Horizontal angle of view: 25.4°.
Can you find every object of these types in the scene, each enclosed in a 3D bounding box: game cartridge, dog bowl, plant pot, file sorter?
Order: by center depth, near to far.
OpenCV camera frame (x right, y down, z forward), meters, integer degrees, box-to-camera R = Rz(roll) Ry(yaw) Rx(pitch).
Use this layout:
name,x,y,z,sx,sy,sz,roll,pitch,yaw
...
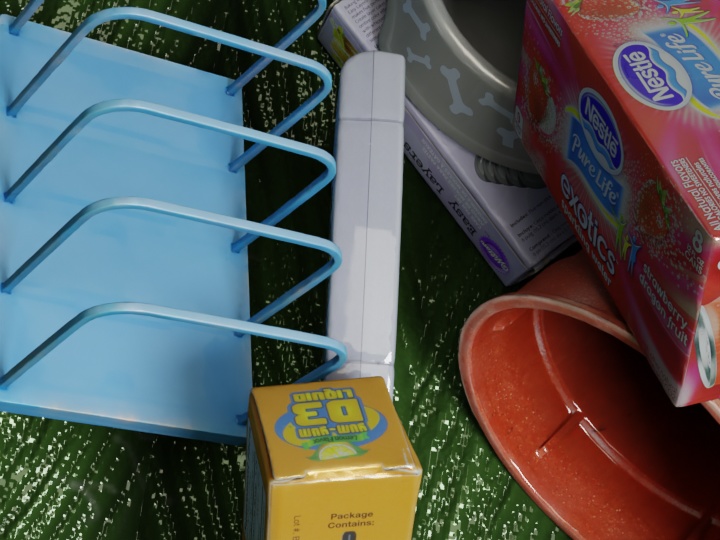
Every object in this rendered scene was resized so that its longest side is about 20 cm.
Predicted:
name,x,y,z,sx,sy,sz,roll,pitch,yaw
file sorter,-0.088,-0.040,0.746,0.138,0.123,0.201,13,61,-33
game cartridge,0.000,0.000,0.804,0.040,0.133,0.201,4,75,-5
plant pot,0.187,0.034,0.815,0.201,0.201,0.195,47,64,2
dog bowl,0.106,-0.155,0.855,0.199,0.059,0.202,3,75,-13

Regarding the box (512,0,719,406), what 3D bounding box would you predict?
name,x,y,z,sx,sy,sz,roll,pitch,yaw
box,0.146,-0.051,0.707,0.095,0.100,0.201,-11,46,-12

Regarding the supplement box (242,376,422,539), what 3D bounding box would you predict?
name,x,y,z,sx,sy,sz,roll,pitch,yaw
supplement box,-0.019,0.144,0.734,0.066,0.201,0.069,-3,39,-12

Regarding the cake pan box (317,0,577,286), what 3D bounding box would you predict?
name,x,y,z,sx,sy,sz,roll,pitch,yaw
cake pan box,0.106,-0.121,0.902,0.200,0.052,0.185,-38,88,-18
